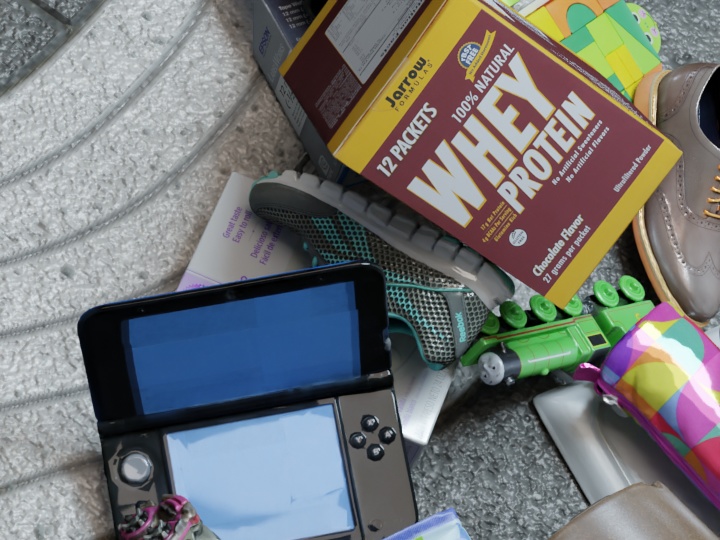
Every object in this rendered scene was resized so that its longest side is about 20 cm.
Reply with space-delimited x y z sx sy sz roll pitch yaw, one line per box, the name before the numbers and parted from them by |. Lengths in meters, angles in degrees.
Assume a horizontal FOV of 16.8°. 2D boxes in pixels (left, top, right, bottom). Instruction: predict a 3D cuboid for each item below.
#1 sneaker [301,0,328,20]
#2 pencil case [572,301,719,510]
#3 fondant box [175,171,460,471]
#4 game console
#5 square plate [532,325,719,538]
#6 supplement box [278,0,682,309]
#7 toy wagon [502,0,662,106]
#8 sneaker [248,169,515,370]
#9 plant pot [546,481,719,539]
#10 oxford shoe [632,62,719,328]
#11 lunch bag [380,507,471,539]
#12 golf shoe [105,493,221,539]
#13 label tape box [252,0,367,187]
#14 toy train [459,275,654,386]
sneaker | 0.043 -0.211 1.782 0.200 0.071 0.099 5 60 -6
pencil case | 0.244 0.113 1.670 0.200 0.088 0.088 43 59 11
fondant box | -0.029 0.037 1.694 0.200 0.058 0.144 23 57 0
game console | -0.070 0.102 1.568 0.200 0.118 0.171 -10 77 -4
square plate | 0.252 0.137 1.727 0.200 0.028 0.198 -19 66 -24
supplement box | 0.076 -0.108 1.642 0.197 0.133 0.200 33 11 -21
toy wagon | 0.175 -0.160 1.842 0.200 0.040 0.155 -36 95 -44
sneaker | 0.000 0.000 1.642 0.200 0.078 0.091 26 84 23
plant pot | 0.199 0.254 1.557 0.200 0.200 0.198 -26 62 -26
oxford shoe | 0.247 -0.057 1.790 0.071 0.073 0.200 7 74 -44
lunch bag | 0.006 0.274 1.521 0.200 0.127 0.170 -23 69 -20
golf shoe | -0.160 0.237 1.530 0.200 0.073 0.092 -41 118 -12
label tape box | 0.002 -0.170 1.822 0.143 0.066 0.200 -18 64 -24
toy train | 0.141 0.045 1.710 0.200 0.042 0.056 -11 63 -45
